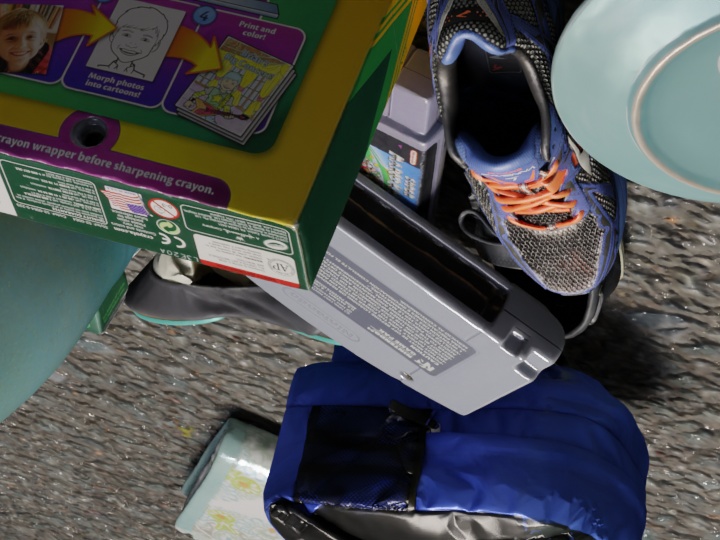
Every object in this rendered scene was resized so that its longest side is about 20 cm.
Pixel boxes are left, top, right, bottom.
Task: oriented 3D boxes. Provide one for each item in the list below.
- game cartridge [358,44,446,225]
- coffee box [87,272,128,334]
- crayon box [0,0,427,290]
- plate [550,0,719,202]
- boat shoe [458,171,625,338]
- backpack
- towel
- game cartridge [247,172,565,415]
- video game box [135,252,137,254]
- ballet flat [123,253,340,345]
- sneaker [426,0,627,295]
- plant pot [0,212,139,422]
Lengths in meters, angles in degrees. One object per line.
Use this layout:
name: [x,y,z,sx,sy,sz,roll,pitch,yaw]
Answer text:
game cartridge: [-0.018,-0.069,1.097,0.130,0.038,0.200,31,157,12]
coffee box: [-0.210,-0.053,1.241,0.123,0.044,0.200,15,142,16]
crayon box: [-0.087,-0.098,0.949,0.200,0.173,0.058,14,151,15]
plate: [0.179,-0.076,0.887,0.200,0.026,0.200,0,148,0]
boat shoe: [0.090,-0.032,1.077,0.074,0.062,0.200,11,152,24]
backpack: [0.068,0.111,1.252,0.200,0.168,0.163,3,157,25]
towel: [-0.045,0.182,1.627,0.171,0.048,0.200,21,155,-7]
game cartridge: [0.000,0.000,1.127,0.200,0.042,0.133,36,161,-8]
video game box: [-0.218,-0.042,1.185,0.182,0.047,0.200,31,143,-14]
ballet flat: [-0.068,-0.003,1.262,0.200,0.073,0.073,7,152,40]
sneaker: [0.067,-0.059,0.962,0.075,0.079,0.200,-9,130,22]
plant pot: [-0.222,0.002,1.044,0.200,0.188,0.200,14,143,11]
